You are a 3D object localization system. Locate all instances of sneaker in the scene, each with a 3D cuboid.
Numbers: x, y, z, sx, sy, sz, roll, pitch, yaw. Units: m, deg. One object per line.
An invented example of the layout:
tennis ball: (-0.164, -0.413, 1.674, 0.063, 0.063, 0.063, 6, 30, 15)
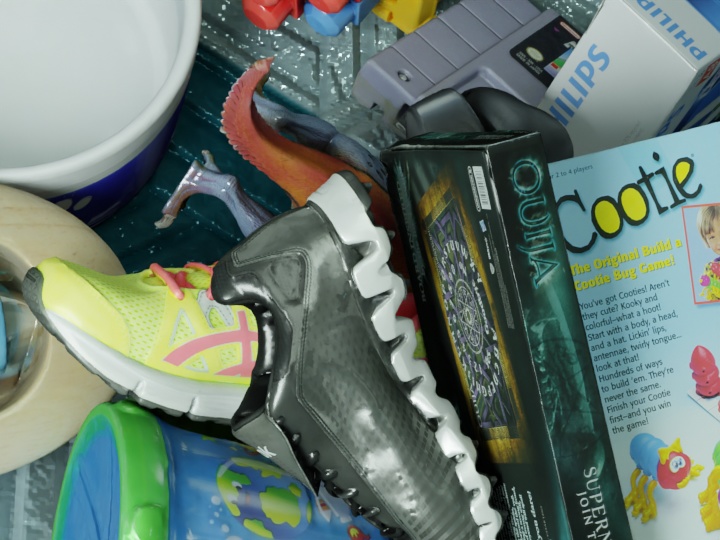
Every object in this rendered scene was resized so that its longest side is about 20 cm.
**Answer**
sneaker: (-0.050, 0.019, 1.019, 0.199, 0.078, 0.091, 18, 100, -26)
sneaker: (-0.005, 0.067, 0.968, 0.090, 0.066, 0.202, -23, 95, -13)

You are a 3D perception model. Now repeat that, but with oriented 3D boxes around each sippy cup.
sippy cup: (-0.058, 0.131, 1.010, 0.129, 0.140, 0.180, 8, 73, -19)

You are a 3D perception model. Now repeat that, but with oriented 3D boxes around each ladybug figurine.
ladybug figurine: (-0.195, 0.029, 1.048, 0.198, 0.072, 0.137, -3, 86, -20)

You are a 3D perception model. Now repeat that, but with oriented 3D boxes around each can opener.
can opener: (0.080, 0.009, 1.076, 0.078, 0.063, 0.202, -22, 90, -17)

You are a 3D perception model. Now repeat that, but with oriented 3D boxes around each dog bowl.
dog bowl: (-0.178, -0.113, 1.130, 0.198, 0.079, 0.202, 5, 63, -9)

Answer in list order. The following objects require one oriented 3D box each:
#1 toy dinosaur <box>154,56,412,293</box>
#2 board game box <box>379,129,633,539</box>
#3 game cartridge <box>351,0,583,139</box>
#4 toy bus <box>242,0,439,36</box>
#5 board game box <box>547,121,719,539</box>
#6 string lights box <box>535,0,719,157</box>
toy dinosaur: (0.000, 0.000, 1.073, 0.181, 0.200, 0.105, 35, 90, -1)
board game box: (0.060, 0.043, 0.961, 0.028, 0.135, 0.202, -15, 98, -16)
game cartridge: (0.106, -0.056, 1.162, 0.200, 0.038, 0.129, 42, 48, 11)
toy bus: (0.016, -0.204, 1.153, 0.135, 0.200, 0.192, 38, 71, 11)
board game box: (0.124, 0.050, 0.997, 0.104, 0.103, 0.202, -14, 88, -19)
string lights box: (0.170, -0.118, 1.155, 0.059, 0.103, 0.200, 44, 45, 11)
